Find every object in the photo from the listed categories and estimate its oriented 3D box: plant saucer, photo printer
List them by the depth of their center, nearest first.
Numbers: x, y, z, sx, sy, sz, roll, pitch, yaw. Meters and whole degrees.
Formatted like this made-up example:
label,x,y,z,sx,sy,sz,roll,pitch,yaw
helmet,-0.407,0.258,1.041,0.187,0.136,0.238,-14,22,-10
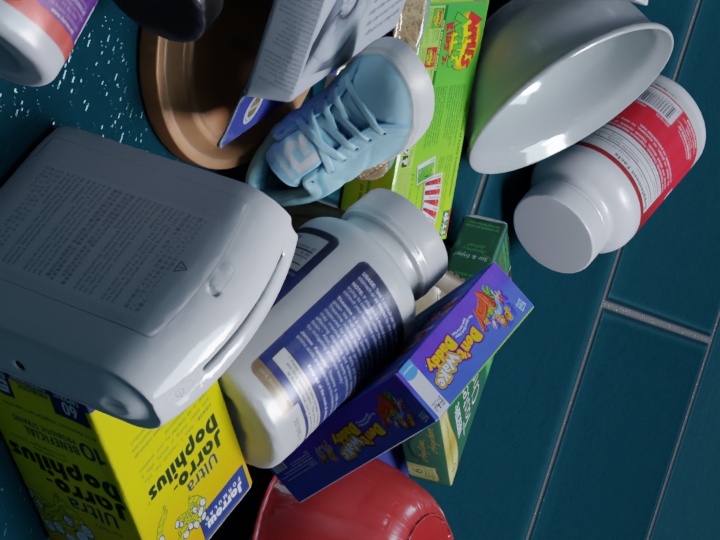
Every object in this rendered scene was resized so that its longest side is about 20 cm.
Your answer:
label,x,y,z,sx,sy,sz,roll,pitch,yaw
photo printer,-0.146,0.004,1.247,0.167,0.199,0.070,-55,145,-27
plant saucer,-0.079,-0.168,1.430,0.200,0.032,0.202,-33,132,-46

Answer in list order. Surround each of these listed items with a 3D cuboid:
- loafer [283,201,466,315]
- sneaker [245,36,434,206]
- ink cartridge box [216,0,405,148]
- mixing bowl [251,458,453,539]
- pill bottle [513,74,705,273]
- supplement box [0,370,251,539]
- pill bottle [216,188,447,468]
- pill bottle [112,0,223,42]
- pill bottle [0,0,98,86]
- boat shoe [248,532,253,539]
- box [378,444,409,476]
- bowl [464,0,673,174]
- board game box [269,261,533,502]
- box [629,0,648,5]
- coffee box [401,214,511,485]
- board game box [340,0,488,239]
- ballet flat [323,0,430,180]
label,x,y,z,sx,sy,sz,roll,pitch,yaw
loafer,0.000,0.000,1.559,0.199,0.076,0.068,27,87,-31
sneaker,-0.018,-0.088,1.403,0.082,0.074,0.200,-38,178,-32
ink cartridge box,-0.010,-0.186,1.382,0.200,0.040,0.201,-44,159,-58
mixing bowl,0.007,0.236,1.611,0.200,0.107,0.203,-7,98,-60
pill bottle,0.227,-0.089,1.892,0.200,0.111,0.113,-45,141,-37
supplement box,-0.163,0.098,1.358,0.110,0.108,0.201,-50,143,-32
pill bottle,-0.032,0.034,1.436,0.200,0.110,0.112,-43,140,-26
pill bottle,-0.081,-0.246,1.306,0.201,0.111,0.112,-56,146,-25
pill bottle,-0.178,-0.217,1.164,0.201,0.111,0.111,-64,149,-13
boat shoe,-0.065,0.297,1.670,0.072,0.070,0.202,-45,134,-37
box,0.008,0.125,1.729,0.121,0.032,0.202,-16,118,-55
bowl,0.155,-0.174,1.713,0.200,0.091,0.201,-28,163,-9
board game box,0.025,0.084,1.495,0.134,0.045,0.200,-46,-175,-37
box,0.157,-0.275,1.676,0.199,0.116,0.061,7,100,-60
coffee box,0.083,0.069,1.753,0.123,0.044,0.201,79,27,-55
board game box,0.041,-0.122,1.634,0.101,0.047,0.202,-13,117,-56
ballet flat,0.008,-0.166,1.543,0.065,0.070,0.202,-3,105,-43
